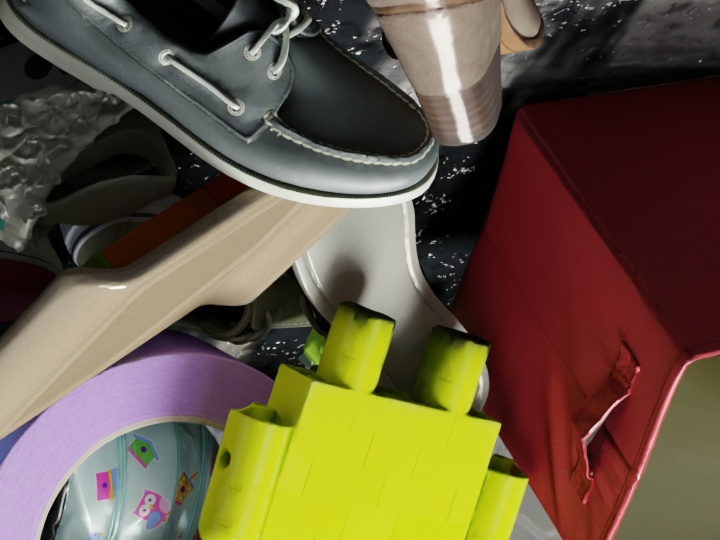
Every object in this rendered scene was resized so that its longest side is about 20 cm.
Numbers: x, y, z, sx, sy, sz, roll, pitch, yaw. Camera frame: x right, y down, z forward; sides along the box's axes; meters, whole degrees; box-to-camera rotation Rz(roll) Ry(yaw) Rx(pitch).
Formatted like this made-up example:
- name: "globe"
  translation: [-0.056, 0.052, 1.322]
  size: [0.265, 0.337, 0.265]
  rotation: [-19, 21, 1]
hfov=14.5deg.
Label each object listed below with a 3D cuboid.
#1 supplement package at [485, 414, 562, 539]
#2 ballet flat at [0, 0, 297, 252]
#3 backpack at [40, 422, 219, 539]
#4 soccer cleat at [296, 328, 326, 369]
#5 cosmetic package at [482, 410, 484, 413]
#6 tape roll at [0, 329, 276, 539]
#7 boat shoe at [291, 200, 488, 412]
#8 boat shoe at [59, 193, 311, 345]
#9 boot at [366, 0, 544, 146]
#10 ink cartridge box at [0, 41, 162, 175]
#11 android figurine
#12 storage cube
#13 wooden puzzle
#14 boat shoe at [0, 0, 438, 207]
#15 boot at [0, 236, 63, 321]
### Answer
- name: "supplement package"
  translation: [0.161, 0.123, 1.592]
  size: [0.199, 0.120, 0.121]
  rotation: [-9, 164, -35]
- name: "ballet flat"
  translation: [-0.089, -0.059, 1.211]
  size: [0.200, 0.072, 0.072]
  rotation: [-29, 162, -34]
- name: "backpack"
  translation: [-0.157, 0.130, 1.512]
  size: [0.126, 0.167, 0.200]
  rotation: [1, 131, -33]
- name: "soccer cleat"
  translation: [0.025, 0.058, 1.585]
  size: [0.081, 0.068, 0.200]
  rotation: [-43, 158, -4]
- name: "cosmetic package"
  translation: [0.059, 0.126, 1.721]
  size: [0.199, 0.071, 0.105]
  rotation: [-14, 151, -11]
- name: "tape roll"
  translation: [-0.110, 0.131, 1.401]
  size: [0.199, 0.201, 0.066]
  rotation: [-7, -164, -26]
- name: "boat shoe"
  translation: [0.000, 0.000, 1.418]
  size: [0.074, 0.060, 0.200]
  rotation: [-43, 126, -14]
- name: "boat shoe"
  translation: [-0.070, 0.008, 1.425]
  size: [0.072, 0.062, 0.200]
  rotation: [-37, 149, 32]
- name: "boot"
  translation: [0.030, -0.149, 1.163]
  size: [0.070, 0.200, 0.147]
  rotation: [-11, 118, 4]
- name: "ink cartridge box"
  translation: [-0.160, -0.057, 1.273]
  size: [0.199, 0.039, 0.100]
  rotation: [-22, 152, 3]
- name: "android figurine"
  translation: [-0.002, 0.120, 1.394]
  size: [0.181, 0.041, 0.201]
  rotation: [16, 93, -36]
- name: "storage cube"
  translation: [0.167, 0.024, 1.437]
  size: [0.199, 0.180, 0.171]
  rotation: [-10, 139, -26]
- name: "wooden puzzle"
  translation: [-0.089, 0.003, 1.241]
  size: [0.200, 0.037, 0.185]
  rotation: [-29, 171, -40]
- name: "boat shoe"
  translation: [-0.053, -0.090, 1.165]
  size: [0.199, 0.073, 0.062]
  rotation: [27, 141, -5]
- name: "boot"
  translation: [-0.222, 0.053, 1.240]
  size: [0.199, 0.145, 0.073]
  rotation: [-7, 152, -12]
